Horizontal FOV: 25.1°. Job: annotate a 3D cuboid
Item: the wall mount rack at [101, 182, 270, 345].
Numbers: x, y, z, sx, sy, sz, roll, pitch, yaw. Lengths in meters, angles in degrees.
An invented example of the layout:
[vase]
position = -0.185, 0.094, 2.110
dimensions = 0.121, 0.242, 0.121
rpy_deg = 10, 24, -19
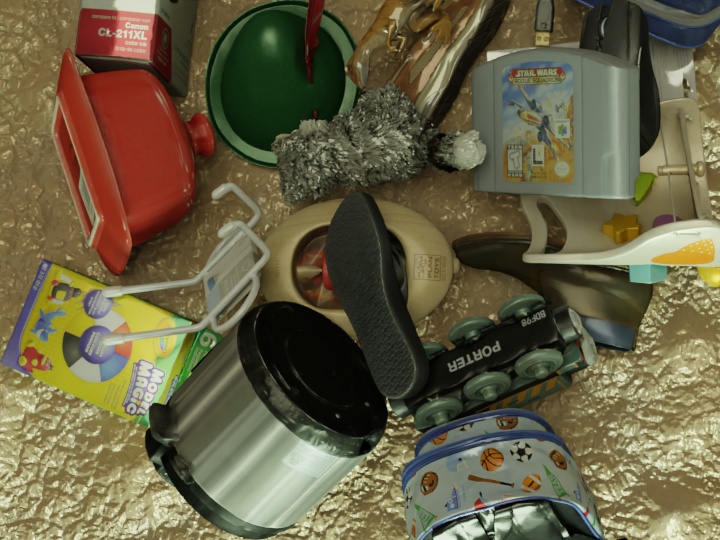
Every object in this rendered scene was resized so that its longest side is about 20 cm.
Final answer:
[wall mount rack]
position = -0.164, 0.006, 1.541
dimensions = 0.174, 0.200, 0.074
rpy_deg = -44, 110, 9

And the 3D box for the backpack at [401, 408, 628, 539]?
[backpack]
position = 0.126, 0.213, 1.467
dimensions = 0.198, 0.191, 0.155
rpy_deg = -21, 63, 6

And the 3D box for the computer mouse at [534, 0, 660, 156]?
[computer mouse]
position = 0.206, -0.201, 1.479
dimensions = 0.140, 0.046, 0.203
rpy_deg = 2, 96, 48

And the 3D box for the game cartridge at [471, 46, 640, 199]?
[game cartridge]
position = 0.172, -0.135, 1.471
dimensions = 0.199, 0.041, 0.135
rpy_deg = 6, 104, 53

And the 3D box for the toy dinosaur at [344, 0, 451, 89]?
[toy dinosaur]
position = 0.052, -0.266, 1.560
dimensions = 0.201, 0.060, 0.106
rpy_deg = -52, 38, -11

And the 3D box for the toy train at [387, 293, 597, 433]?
[toy train]
position = 0.124, 0.094, 1.506
dimensions = 0.199, 0.114, 0.086
rpy_deg = -27, 59, 17

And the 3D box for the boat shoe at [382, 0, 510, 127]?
[boat shoe]
position = 0.086, -0.236, 1.595
dimensions = 0.071, 0.076, 0.201
rpy_deg = 31, 85, 16

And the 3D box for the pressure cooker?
[pressure cooker]
position = -0.095, 0.149, 1.506
dimensions = 0.176, 0.178, 0.200
rpy_deg = 46, 117, 5

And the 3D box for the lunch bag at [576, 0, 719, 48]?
[lunch bag]
position = 0.285, -0.304, 1.530
dimensions = 0.199, 0.133, 0.136
rpy_deg = 30, 55, 18

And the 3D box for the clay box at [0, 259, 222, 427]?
[clay box]
position = -0.247, 0.079, 1.618
dimensions = 0.198, 0.048, 0.116
rpy_deg = 21, 86, 12

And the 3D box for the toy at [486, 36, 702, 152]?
[toy]
position = 0.226, -0.164, 1.574
dimensions = 0.197, 0.047, 0.117
rpy_deg = -5, 84, 2

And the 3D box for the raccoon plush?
[raccoon plush]
position = 0.005, -0.116, 1.529
dimensions = 0.133, 0.199, 0.098
rpy_deg = -25, 102, -32

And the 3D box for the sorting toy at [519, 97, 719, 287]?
[sorting toy]
position = 0.235, -0.053, 1.484
dimensions = 0.178, 0.108, 0.201
rpy_deg = -6, 37, 10

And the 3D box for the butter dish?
[butter dish]
position = -0.213, -0.116, 1.586
dimensions = 0.146, 0.200, 0.202
rpy_deg = -17, 83, -17

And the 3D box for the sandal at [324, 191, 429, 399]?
[sandal]
position = 0.018, 0.025, 1.508
dimensions = 0.076, 0.043, 0.202
rpy_deg = -30, 69, 40

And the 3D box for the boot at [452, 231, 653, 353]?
[boot]
position = 0.181, 0.020, 1.543
dimensions = 0.197, 0.075, 0.098
rpy_deg = 6, 80, 8

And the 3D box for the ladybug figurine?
[ladybug figurine]
position = 0.000, 0.000, 1.576
dimensions = 0.197, 0.072, 0.138
rpy_deg = 2, 83, 10

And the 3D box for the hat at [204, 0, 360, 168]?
[hat]
position = -0.088, -0.215, 1.566
dimensions = 0.163, 0.176, 0.203
rpy_deg = 5, 83, 8

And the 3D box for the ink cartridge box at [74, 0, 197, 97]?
[ink cartridge box]
position = -0.216, -0.291, 1.614
dimensions = 0.082, 0.146, 0.203
rpy_deg = 5, 83, 9
